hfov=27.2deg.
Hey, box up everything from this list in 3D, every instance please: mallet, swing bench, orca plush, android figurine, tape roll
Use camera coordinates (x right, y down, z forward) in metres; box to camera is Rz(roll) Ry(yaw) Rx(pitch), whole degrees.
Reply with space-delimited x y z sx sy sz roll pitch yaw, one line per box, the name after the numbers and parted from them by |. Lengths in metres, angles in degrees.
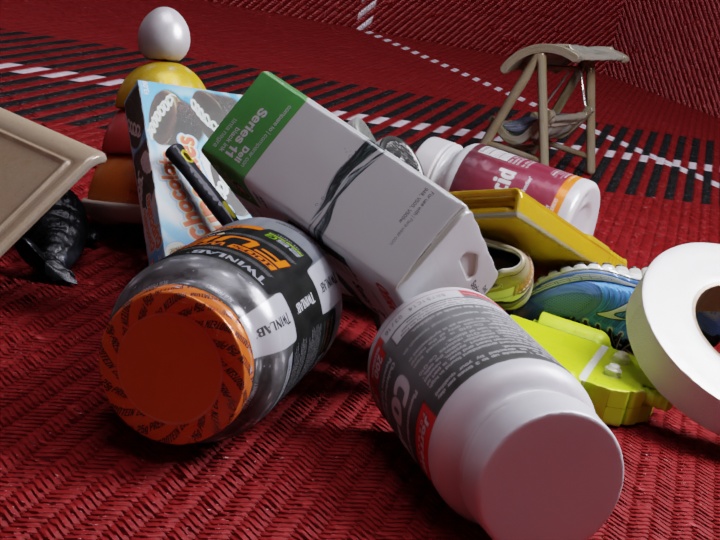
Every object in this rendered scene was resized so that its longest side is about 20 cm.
-0.090 -0.026 1.223 0.066 0.041 0.201 -7 57 -54 | mallet
0.294 -0.255 2.269 0.129 0.202 0.198 22 17 29 | swing bench
-0.272 -0.057 1.265 0.104 0.072 0.200 12 15 -7 | orca plush
0.168 0.079 1.251 0.198 0.041 0.182 17 15 17 | android figurine
0.320 0.060 1.246 0.201 0.037 0.204 13 43 -12 | tape roll

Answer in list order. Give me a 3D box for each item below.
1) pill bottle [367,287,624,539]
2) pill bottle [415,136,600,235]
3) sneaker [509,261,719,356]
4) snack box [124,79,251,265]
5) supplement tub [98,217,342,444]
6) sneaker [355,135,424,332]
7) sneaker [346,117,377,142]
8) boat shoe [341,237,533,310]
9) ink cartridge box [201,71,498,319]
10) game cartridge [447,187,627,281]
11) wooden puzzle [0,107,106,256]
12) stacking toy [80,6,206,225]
0.084 0.095 0.966 0.113 0.115 0.200 9 16 -20 | pill bottle
0.154 -0.074 1.649 0.199 0.115 0.114 21 16 24 | pill bottle
0.234 0.044 1.350 0.198 0.090 0.079 -4 -23 13 | sneaker
-0.131 -0.065 1.268 0.115 0.037 0.201 5 59 -31 | snack box
-0.091 0.039 0.988 0.122 0.124 0.200 17 15 9 | supplement tub
0.000 0.000 1.243 0.083 0.202 0.120 15 -30 -43 | sneaker
-0.025 -0.058 1.496 0.203 0.145 0.077 53 19 -46 | sneaker
0.054 -0.009 1.318 0.198 0.075 0.068 2 -21 7 | boat shoe
-0.005 -0.041 1.119 0.199 0.083 0.147 36 -9 25 | ink cartridge box
0.130 -0.026 1.385 0.175 0.033 0.199 -1 -17 40 | game cartridge
-0.318 -0.053 1.133 0.184 0.037 0.200 24 54 31 | wooden puzzle
-0.179 -0.140 1.366 0.145 0.202 0.146 4 4 0 | stacking toy
